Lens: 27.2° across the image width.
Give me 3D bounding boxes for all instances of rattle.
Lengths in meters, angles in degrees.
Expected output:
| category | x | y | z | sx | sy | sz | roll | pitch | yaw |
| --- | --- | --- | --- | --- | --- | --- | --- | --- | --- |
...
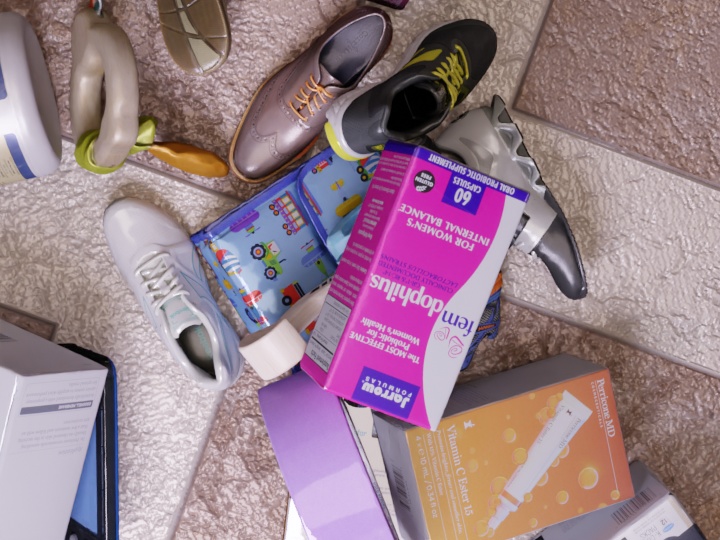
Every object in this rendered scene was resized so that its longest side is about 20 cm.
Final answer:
| category | x | y | z | sx | sy | sz | roll | pitch | yaw |
| --- | --- | --- | --- | --- | --- | --- | --- | --- | --- |
| rattle | -0.194 | -0.188 | 1.330 | 0.142 | 0.130 | 0.201 | -5 | 69 | -13 |

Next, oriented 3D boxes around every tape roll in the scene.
| category | x | y | z | sx | sy | sz | roll | pitch | yaw |
| --- | --- | --- | --- | --- | --- | --- | --- | --- | --- |
| tape roll | -0.021 | 0.182 | 1.265 | 0.065 | 0.200 | 0.201 | -22 | 96 | 0 |

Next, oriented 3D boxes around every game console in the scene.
| category | x | y | z | sx | sy | sz | roll | pitch | yaw |
| --- | --- | --- | --- | --- | --- | --- | --- | --- | --- |
| game console | -0.298 | 0.171 | 1.334 | 0.118 | 0.170 | 0.202 | -3 | 96 | -29 |

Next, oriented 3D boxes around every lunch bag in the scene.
| category | x | y | z | sx | sy | sz | roll | pitch | yaw |
| --- | --- | --- | --- | --- | --- | --- | --- | --- | --- |
| lunch bag | -0.028 | -0.023 | 1.354 | 0.199 | 0.094 | 0.151 | -35 | 98 | -14 |

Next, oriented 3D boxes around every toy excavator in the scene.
| category | x | y | z | sx | sy | sz | roll | pitch | yaw |
| --- | --- | --- | --- | --- | --- | --- | --- | --- | --- |
| toy excavator | 0.000 | 0.000 | 1.275 | 0.199 | 0.195 | 0.100 | -34 | 103 | 22 |

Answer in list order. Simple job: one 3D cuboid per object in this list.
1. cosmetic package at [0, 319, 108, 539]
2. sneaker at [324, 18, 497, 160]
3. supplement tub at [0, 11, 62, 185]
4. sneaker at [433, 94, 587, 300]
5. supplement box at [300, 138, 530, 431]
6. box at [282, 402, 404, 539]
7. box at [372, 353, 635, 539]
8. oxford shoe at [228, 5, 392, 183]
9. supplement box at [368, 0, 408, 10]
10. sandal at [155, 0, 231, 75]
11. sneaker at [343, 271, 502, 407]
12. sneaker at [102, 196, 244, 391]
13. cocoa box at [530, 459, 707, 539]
| category | x | y | z | sx | sy | sz | roll | pitch | yaw |
| --- | --- | --- | --- | --- | --- | --- | --- | --- | --- |
| cosmetic package | -0.347 | 0.147 | 1.276 | 0.198 | 0.123 | 0.201 | 21 | 99 | 27 |
| sneaker | 0.062 | -0.157 | 1.309 | 0.200 | 0.084 | 0.075 | -41 | 115 | -27 |
| supplement tub | -0.370 | -0.134 | 1.285 | 0.198 | 0.144 | 0.146 | -12 | 95 | -2 |
| sneaker | 0.135 | -0.052 | 1.359 | 0.088 | 0.074 | 0.201 | -29 | 86 | -1 |
| supplement box | 0.040 | 0.009 | 1.174 | 0.101 | 0.103 | 0.201 | 20 | 93 | -15 |
| box | -0.006 | 0.188 | 1.387 | 0.118 | 0.041 | 0.202 | 7 | 92 | -4 |
| box | 0.128 | 0.165 | 1.340 | 0.199 | 0.097 | 0.125 | -16 | 99 | -15 |
| oxford shoe | -0.048 | -0.161 | 1.336 | 0.071 | 0.073 | 0.200 | 39 | 92 | -6 |
| supplement box | 0.002 | -0.285 | 1.265 | 0.110 | 0.200 | 0.086 | 13 | 93 | -4 |
| sandal | -0.151 | -0.272 | 1.329 | 0.080 | 0.054 | 0.202 | -11 | 88 | 17 |
| sneaker | 0.063 | 0.069 | 1.331 | 0.199 | 0.075 | 0.079 | -34 | 121 | -30 |
| sneaker | -0.166 | 0.021 | 1.343 | 0.070 | 0.080 | 0.201 | -32 | 94 | 2 |
| cocoa box | 0.227 | 0.295 | 1.360 | 0.200 | 0.133 | 0.132 | -37 | 97 | 1 |
